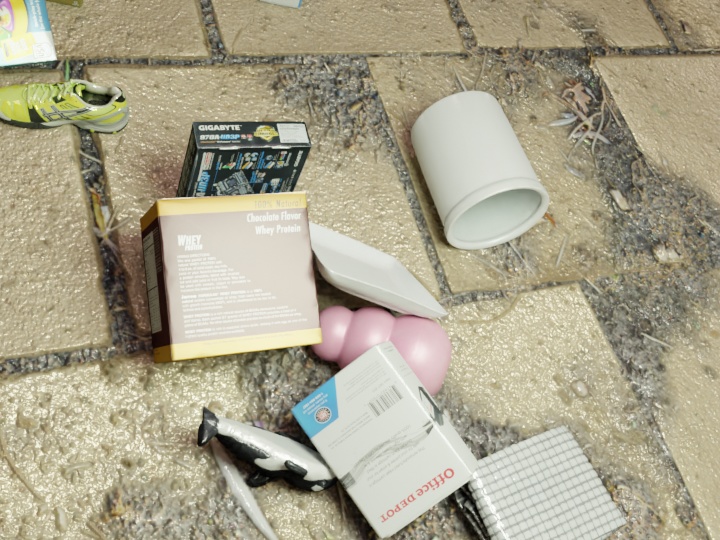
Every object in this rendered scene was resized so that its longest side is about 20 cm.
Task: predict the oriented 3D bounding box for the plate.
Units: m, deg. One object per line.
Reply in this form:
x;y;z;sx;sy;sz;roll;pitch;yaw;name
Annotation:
0.000;0.000;1.263;0.200;0.032;0.200;22;16;-29;plate

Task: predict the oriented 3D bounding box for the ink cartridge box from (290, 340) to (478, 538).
0.033;0.212;1.159;0.145;0.084;0.200;-38;81;11;ink cartridge box

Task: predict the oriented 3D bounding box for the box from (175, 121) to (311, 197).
-0.170;-0.131;1.283;0.159;0.200;0.046;-4;62;-21;box

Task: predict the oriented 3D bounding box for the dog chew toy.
0.022;0.107;1.260;0.200;0.125;0.125;18;54;1;dog chew toy

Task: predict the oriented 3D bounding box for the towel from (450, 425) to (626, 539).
0.234;0.318;1.225;0.200;0.086;0.166;-16;68;-30;towel

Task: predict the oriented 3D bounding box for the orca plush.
-0.123;0.245;1.141;0.200;0.071;0.105;25;6;-36;orca plush

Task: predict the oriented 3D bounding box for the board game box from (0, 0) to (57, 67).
-0.564;-0.370;1.332;0.200;0.047;0.151;-15;104;-28;board game box

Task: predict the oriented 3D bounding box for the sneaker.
-0.441;-0.254;1.336;0.200;0.076;0.075;-1;62;-19;sneaker

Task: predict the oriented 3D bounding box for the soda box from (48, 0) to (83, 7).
-0.541;-0.484;1.452;0.200;0.064;0.068;8;57;-15;soda box

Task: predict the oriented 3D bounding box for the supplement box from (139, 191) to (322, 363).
-0.172;0.010;1.193;0.197;0.133;0.200;-5;85;-23;supplement box

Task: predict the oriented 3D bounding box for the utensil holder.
0.184;-0.160;1.457;0.170;0.170;0.200;-6;59;-24;utensil holder

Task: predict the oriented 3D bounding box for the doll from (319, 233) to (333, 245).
-0.131;-0.017;1.319;0.200;0.048;0.137;-14;66;-24;doll

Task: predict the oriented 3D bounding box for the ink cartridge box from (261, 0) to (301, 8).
-0.131;-0.596;1.622;0.086;0.146;0.200;5;57;-15;ink cartridge box
